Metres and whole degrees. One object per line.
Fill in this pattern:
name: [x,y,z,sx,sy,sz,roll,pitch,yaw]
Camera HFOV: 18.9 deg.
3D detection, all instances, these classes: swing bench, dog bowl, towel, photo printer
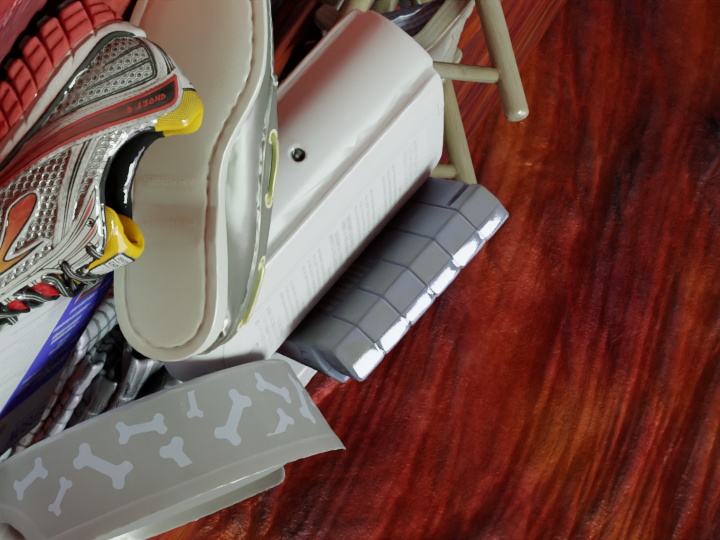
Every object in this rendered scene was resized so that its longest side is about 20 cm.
swing bench: [0.034,-0.163,1.351,0.199,0.129,0.201,105,-9,-74]
dog bowl: [-0.110,0.105,1.141,0.200,0.059,0.200,-22,173,-3]
towel: [-0.164,0.097,1.401,0.200,0.085,0.166,-59,176,25]
photo printer: [-0.041,-0.027,1.142,0.200,0.069,0.166,-49,169,-10]

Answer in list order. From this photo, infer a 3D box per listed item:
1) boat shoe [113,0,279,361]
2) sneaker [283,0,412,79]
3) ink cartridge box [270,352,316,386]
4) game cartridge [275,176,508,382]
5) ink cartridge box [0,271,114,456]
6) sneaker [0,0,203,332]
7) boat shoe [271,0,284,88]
boat shoe: [-0.073,-0.059,1.018,0.060,0.072,0.202,-2,99,-69]
sneaker: [-0.017,-0.124,1.544,0.098,0.071,0.201,-55,174,-24]
ink cartridge box: [-0.063,0.071,1.421,0.200,0.050,0.161,-53,177,-12]
game cartridge: [0.000,0.000,1.242,0.130,0.038,0.200,-52,-161,-7]
ink cartridge box: [-0.171,0.025,1.062,0.200,0.043,0.198,-59,175,22]
sneaker: [-0.138,-0.012,0.892,0.200,0.082,0.078,-57,176,5]
boat shoe: [-0.079,-0.087,1.156,0.200,0.062,0.075,-57,176,6]
